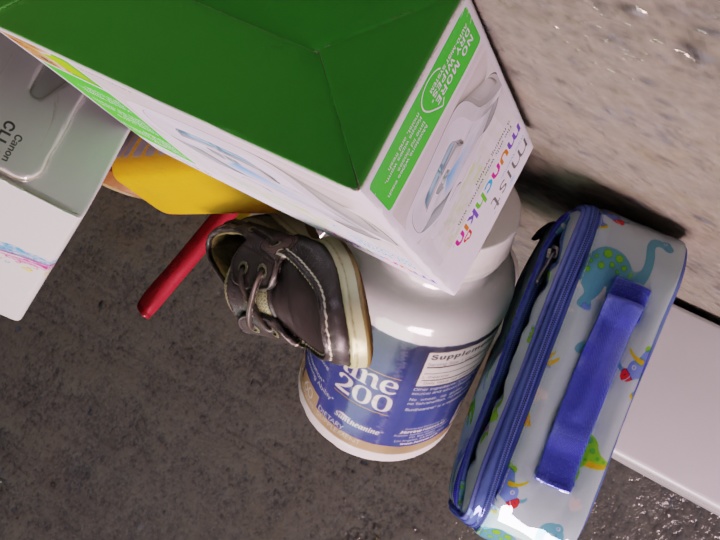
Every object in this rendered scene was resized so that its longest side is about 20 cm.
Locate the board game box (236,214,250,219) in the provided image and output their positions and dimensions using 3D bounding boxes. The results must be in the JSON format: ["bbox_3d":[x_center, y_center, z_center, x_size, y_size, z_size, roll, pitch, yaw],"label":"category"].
[{"bbox_3d":[-0.042,-0.040,1.003,0.101,0.048,0.200,32,149,-22],"label":"board game box"}]

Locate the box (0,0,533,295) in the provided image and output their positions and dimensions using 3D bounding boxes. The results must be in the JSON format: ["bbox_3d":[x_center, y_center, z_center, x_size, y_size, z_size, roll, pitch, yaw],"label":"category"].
[{"bbox_3d":[-0.036,-0.089,0.559,0.200,0.097,0.176,26,174,20],"label":"box"}]

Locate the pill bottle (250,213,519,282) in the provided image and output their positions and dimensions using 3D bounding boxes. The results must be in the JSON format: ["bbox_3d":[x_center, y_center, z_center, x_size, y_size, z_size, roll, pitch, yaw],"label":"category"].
[{"bbox_3d":[0.026,-0.027,0.852,0.200,0.111,0.111,31,176,-42],"label":"pill bottle"}]

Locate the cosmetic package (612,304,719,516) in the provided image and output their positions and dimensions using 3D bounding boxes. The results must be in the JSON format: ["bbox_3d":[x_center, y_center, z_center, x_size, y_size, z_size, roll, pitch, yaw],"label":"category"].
[{"bbox_3d":[0.278,0.121,0.915,0.199,0.123,0.200,27,178,24],"label":"cosmetic package"}]

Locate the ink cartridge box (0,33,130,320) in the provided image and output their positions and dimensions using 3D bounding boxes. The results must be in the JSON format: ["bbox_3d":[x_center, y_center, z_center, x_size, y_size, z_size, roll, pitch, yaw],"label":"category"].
[{"bbox_3d":[-0.220,-0.086,0.706,0.144,0.146,0.200,29,151,-15],"label":"ink cartridge box"}]

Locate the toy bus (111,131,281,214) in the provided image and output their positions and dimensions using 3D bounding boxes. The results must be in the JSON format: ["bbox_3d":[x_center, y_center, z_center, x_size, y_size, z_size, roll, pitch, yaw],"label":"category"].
[{"bbox_3d":[-0.099,-0.081,0.765,0.065,0.078,0.200,36,162,-30],"label":"toy bus"}]

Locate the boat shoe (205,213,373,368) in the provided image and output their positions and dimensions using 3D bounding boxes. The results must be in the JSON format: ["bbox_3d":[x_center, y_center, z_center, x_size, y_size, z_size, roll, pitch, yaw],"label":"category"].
[{"bbox_3d":[-0.045,0.012,0.671,0.065,0.073,0.200,-10,-166,-15],"label":"boat shoe"}]

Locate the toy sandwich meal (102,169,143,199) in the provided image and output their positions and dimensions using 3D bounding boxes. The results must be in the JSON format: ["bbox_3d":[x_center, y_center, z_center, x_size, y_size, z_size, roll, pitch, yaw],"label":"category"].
[{"bbox_3d":[-0.178,-0.133,0.974,0.205,0.070,0.205,21,-142,-18],"label":"toy sandwich meal"}]

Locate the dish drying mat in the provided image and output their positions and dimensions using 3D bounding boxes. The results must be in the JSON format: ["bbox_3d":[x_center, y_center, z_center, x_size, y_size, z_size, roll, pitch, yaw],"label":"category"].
[{"bbox_3d":[-0.109,-0.045,0.942,0.018,0.200,0.077,41,176,-9],"label":"dish drying mat"}]

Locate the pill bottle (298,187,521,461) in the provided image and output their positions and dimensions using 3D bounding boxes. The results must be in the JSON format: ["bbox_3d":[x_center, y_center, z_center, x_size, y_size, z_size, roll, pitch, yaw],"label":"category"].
[{"bbox_3d":[0.030,0.022,0.733,0.111,0.111,0.200,28,138,9],"label":"pill bottle"}]

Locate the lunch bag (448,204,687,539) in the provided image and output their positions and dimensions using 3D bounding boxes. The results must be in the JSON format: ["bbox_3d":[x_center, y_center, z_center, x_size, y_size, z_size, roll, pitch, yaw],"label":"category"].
[{"bbox_3d":[0.117,0.063,0.695,0.082,0.200,0.161,21,178,2],"label":"lunch bag"}]
